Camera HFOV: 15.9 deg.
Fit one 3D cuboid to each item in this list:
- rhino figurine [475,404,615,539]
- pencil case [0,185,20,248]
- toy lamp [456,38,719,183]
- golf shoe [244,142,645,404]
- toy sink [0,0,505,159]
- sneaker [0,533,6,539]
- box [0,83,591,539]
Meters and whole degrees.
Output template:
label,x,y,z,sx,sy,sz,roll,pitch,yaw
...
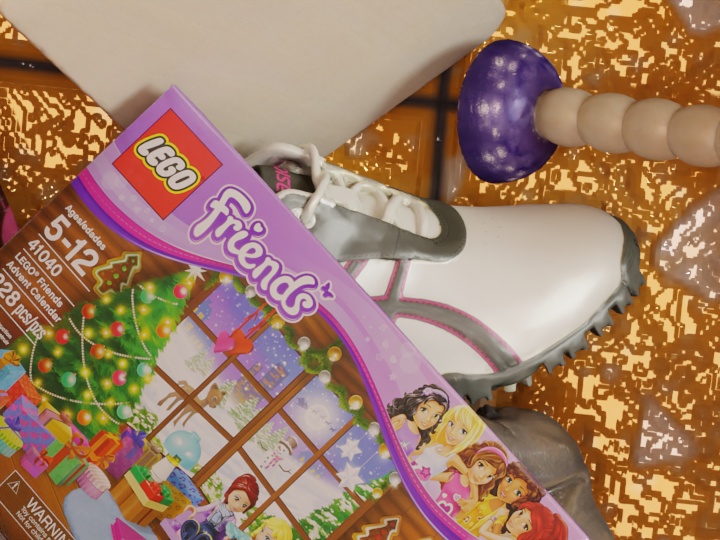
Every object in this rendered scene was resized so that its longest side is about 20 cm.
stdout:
label,x,y,z,sx,sy,sz,roll,pitch,yaw
rhino figurine,0.071,0.136,0.873,0.059,0.087,0.201,-21,94,25
pencil case,-0.162,-0.018,0.896,0.093,0.091,0.201,-24,93,-28
toy lamp,0.124,-0.044,0.848,0.199,0.058,0.059,8,98,37
golf shoe,0.000,0.000,0.883,0.198,0.077,0.089,-11,123,-4
toy sink,-0.052,-0.126,0.860,0.130,0.200,0.112,-35,64,6
sneaker,-0.085,0.100,0.903,0.199,0.100,0.075,-23,94,3
box,-0.042,0.060,0.813,0.137,0.039,0.200,-43,75,0
